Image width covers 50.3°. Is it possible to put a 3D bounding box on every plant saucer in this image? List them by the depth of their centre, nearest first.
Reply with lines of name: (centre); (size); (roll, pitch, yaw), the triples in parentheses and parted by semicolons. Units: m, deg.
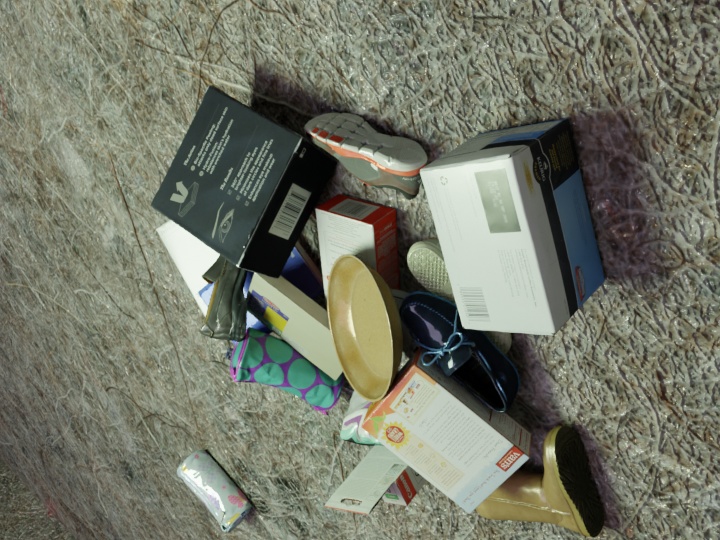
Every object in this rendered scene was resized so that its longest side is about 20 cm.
plant saucer: (0.010, 0.076, 1.060); (0.199, 0.035, 0.206); (35, 130, 56)

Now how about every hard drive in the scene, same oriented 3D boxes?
hard drive: (-0.164, 0.031, 1.281); (0.199, 0.025, 0.133); (-37, 91, 21)

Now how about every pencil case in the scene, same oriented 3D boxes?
pencil case: (-0.123, 0.168, 1.279); (0.196, 0.095, 0.085); (24, 174, -24)
pencil case: (-0.346, 0.521, 1.812); (0.200, 0.090, 0.084); (45, 139, 16)

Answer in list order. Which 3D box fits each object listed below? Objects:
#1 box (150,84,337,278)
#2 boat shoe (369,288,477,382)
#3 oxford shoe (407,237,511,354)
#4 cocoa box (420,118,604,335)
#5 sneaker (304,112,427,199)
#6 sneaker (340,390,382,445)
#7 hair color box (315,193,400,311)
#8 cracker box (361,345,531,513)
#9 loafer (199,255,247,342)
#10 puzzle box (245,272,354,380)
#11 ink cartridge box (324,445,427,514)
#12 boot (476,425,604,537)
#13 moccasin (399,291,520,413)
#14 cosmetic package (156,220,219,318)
box: (-0.171, -0.128, 1.124); (0.198, 0.117, 0.200); (31, 95, 27)
boat shoe: (0.093, 0.102, 1.072); (0.197, 0.065, 0.074); (33, 118, 3)
oxford shoe: (0.138, 0.032, 1.030); (0.075, 0.058, 0.201); (-34, 104, 30)
cocoa box: (0.176, -0.050, 0.874); (0.131, 0.130, 0.205); (-1, 114, 46)
sneaker: (0.001, -0.149, 1.040); (0.198, 0.077, 0.083); (30, 140, 30)
sneaker: (0.044, 0.202, 1.195); (0.197, 0.077, 0.144); (-7, 67, 50)
hair color box: (0.000, 0.000, 1.142); (0.109, 0.064, 0.205); (18, 125, 34)
cracker box: (0.117, 0.219, 1.048); (0.199, 0.058, 0.135); (39, 118, -2)
loafer: (-0.216, 0.009, 1.216); (0.073, 0.070, 0.206); (141, 130, -68)
puzzle box: (-0.094, 0.083, 1.207); (0.198, 0.026, 0.133); (38, 149, 2)
ink cartridge box: (0.046, 0.318, 1.190); (0.107, 0.199, 0.051); (-10, 115, 47)
boot: (0.230, 0.296, 1.093); (0.197, 0.066, 0.179); (-5, 110, 49)
moccasin: (0.133, 0.106, 1.002); (0.198, 0.069, 0.081); (36, 128, -4)
cosmetic package: (-0.256, -0.018, 1.352); (0.111, 0.081, 0.203); (-30, 94, 20)
